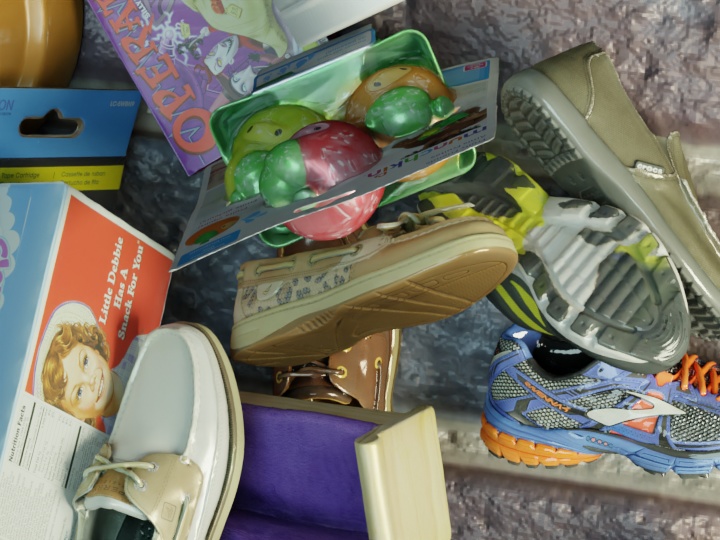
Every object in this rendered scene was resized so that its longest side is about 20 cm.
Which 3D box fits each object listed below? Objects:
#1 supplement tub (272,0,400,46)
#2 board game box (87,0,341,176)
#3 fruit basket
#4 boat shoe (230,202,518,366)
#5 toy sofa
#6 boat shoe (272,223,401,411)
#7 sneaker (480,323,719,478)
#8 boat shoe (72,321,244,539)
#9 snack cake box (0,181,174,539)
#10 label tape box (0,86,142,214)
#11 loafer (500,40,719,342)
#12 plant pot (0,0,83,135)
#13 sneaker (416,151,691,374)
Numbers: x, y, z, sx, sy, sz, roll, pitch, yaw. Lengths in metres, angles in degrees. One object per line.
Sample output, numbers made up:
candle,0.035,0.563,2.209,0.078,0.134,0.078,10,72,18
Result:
supplement tub,-0.019,-0.239,1.466,0.131,0.132,0.201,-23,95,21
board game box,-0.099,-0.171,1.561,0.120,0.032,0.201,-30,92,23
fruit basket,-0.013,-0.068,1.446,0.184,0.200,0.094,-22,99,10
boat shoe,0.000,0.000,1.469,0.199,0.073,0.063,-20,67,38
toy sofa,-0.055,0.118,1.501,0.199,0.097,0.083,6,110,41
boat shoe,-0.017,0.058,1.565,0.072,0.068,0.201,-2,101,18
sneaker,0.160,0.068,1.503,0.199,0.075,0.079,-1,111,16
boat shoe,-0.116,0.125,1.464,0.074,0.068,0.201,-1,81,39
snack cake box,-0.179,0.064,1.497,0.067,0.115,0.201,0,70,33
label tape box,-0.216,-0.019,1.566,0.063,0.144,0.201,23,106,35
loafer,0.162,-0.045,1.478,0.070,0.075,0.200,-43,105,-19
plant pot,-0.286,-0.143,1.544,0.199,0.183,0.202,4,103,17
sneaker,0.116,0.004,1.475,0.074,0.085,0.200,-42,47,-9
